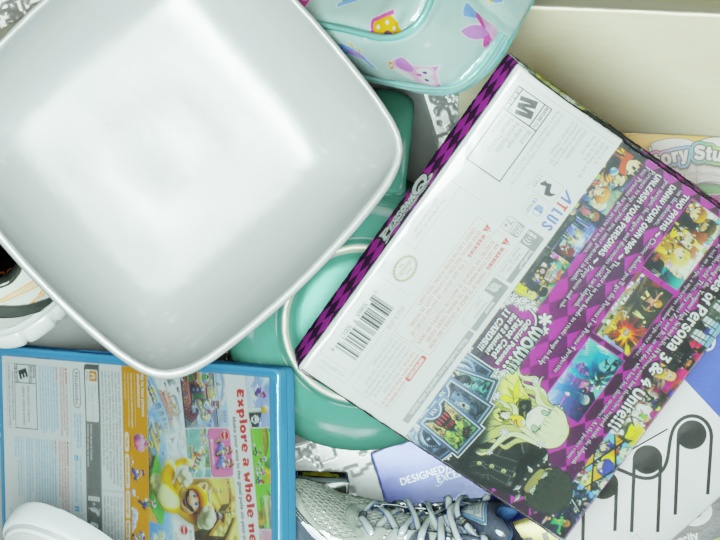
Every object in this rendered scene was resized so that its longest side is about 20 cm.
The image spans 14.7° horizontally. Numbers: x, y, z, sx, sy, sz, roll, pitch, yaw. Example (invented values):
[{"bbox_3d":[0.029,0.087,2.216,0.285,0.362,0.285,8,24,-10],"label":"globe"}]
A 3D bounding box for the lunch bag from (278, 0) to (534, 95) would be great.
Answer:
[{"bbox_3d":[0.040,-0.197,1.507,0.077,0.160,0.201,38,74,-38],"label":"lunch bag"}]

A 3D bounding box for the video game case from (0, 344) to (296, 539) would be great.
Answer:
[{"bbox_3d":[-0.121,0.119,1.555,0.199,0.018,0.144,3,96,34],"label":"video game case"}]

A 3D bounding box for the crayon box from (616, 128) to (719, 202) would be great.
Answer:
[{"bbox_3d":[0.238,-0.026,1.584,0.199,0.058,0.120,-1,96,-1],"label":"crayon box"}]

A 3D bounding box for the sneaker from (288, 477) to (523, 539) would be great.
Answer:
[{"bbox_3d":[0.046,0.152,1.539,0.199,0.077,0.085,25,120,-7],"label":"sneaker"}]

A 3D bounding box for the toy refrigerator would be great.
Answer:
[{"bbox_3d":[0.156,-0.124,1.551,0.199,0.070,0.076,3,119,6],"label":"toy refrigerator"}]

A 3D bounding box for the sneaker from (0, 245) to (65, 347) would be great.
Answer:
[{"bbox_3d":[-0.153,-0.039,1.548,0.200,0.080,0.074,-46,66,0],"label":"sneaker"}]

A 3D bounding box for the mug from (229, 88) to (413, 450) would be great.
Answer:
[{"bbox_3d":[-0.007,0.009,1.554,0.151,0.114,0.186,-24,96,1],"label":"mug"}]

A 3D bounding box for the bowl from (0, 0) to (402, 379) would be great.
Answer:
[{"bbox_3d":[-0.102,-0.063,1.472,0.200,0.075,0.200,-43,95,-9],"label":"bowl"}]

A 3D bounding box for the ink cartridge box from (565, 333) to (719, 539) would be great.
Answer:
[{"bbox_3d":[0.180,0.074,1.547,0.200,0.044,0.094,-43,101,7],"label":"ink cartridge box"}]

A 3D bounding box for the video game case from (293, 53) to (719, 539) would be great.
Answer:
[{"bbox_3d":[0.093,0.016,1.480,0.181,0.036,0.200,33,100,-15],"label":"video game case"}]

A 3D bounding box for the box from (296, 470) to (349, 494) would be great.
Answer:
[{"bbox_3d":[-0.077,0.215,1.609,0.136,0.040,0.201,3,95,0],"label":"box"}]

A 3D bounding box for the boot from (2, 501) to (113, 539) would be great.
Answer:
[{"bbox_3d":[-0.139,0.225,1.524,0.200,0.073,0.096,48,50,-14],"label":"boot"}]

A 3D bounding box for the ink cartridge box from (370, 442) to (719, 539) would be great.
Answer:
[{"bbox_3d":[0.126,0.175,1.609,0.197,0.047,0.201,-17,98,1],"label":"ink cartridge box"}]

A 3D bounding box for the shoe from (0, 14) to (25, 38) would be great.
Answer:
[{"bbox_3d":[-0.194,-0.105,1.570,0.200,0.053,0.070,-38,95,2],"label":"shoe"}]
